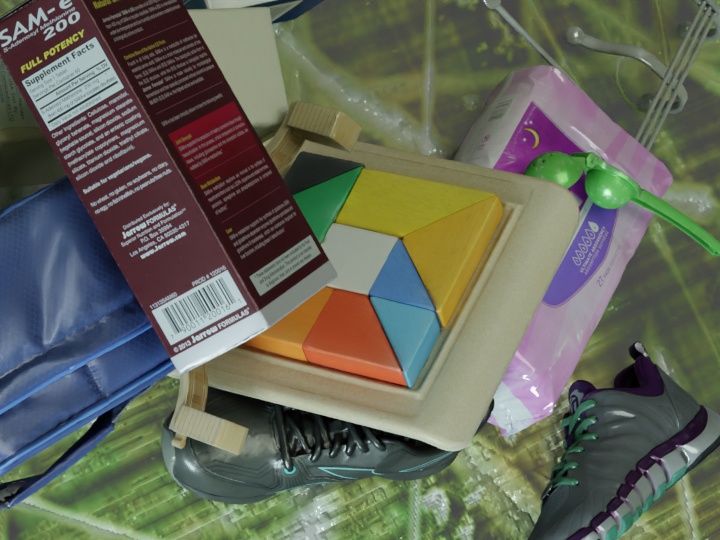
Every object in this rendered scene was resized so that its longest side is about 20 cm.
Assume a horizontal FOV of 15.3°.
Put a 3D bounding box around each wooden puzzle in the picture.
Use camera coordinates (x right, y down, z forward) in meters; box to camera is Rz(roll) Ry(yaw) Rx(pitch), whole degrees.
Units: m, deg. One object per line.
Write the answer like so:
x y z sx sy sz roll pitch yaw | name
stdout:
0.000 0.000 1.504 0.200 0.037 0.185 16 57 21 | wooden puzzle

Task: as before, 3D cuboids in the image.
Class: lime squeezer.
0.136 -0.037 1.576 0.200 0.038 0.071 -5 77 -32 | lime squeezer

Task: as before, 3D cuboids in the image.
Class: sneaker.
-0.016 0.084 1.510 0.200 0.079 0.076 -6 79 -31 | sneaker
0.134 0.120 1.607 0.088 0.074 0.200 49 46 7 | sneaker

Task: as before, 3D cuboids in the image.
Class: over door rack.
0.142 -0.169 1.685 0.200 0.067 0.148 51 53 -34 | over door rack

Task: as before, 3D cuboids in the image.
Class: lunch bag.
-0.185 0.047 1.382 0.200 0.136 0.132 -34 93 -35 | lunch bag

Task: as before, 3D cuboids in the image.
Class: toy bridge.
-0.065 0.002 1.461 0.027 0.067 0.200 28 81 -56 | toy bridge

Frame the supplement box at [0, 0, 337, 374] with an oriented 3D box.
-0.099 -0.058 1.367 0.200 0.061 0.109 61 24 -3 | supplement box

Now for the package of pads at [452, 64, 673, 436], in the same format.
0.095 -0.014 1.611 0.120 0.076 0.200 40 58 -16 | package of pads

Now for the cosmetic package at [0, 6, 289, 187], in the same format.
-0.152 -0.094 1.469 0.200 0.104 0.073 -5 79 -31 | cosmetic package

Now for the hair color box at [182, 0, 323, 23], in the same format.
-0.096 -0.240 1.574 0.100 0.061 0.200 -16 83 -36 | hair color box
